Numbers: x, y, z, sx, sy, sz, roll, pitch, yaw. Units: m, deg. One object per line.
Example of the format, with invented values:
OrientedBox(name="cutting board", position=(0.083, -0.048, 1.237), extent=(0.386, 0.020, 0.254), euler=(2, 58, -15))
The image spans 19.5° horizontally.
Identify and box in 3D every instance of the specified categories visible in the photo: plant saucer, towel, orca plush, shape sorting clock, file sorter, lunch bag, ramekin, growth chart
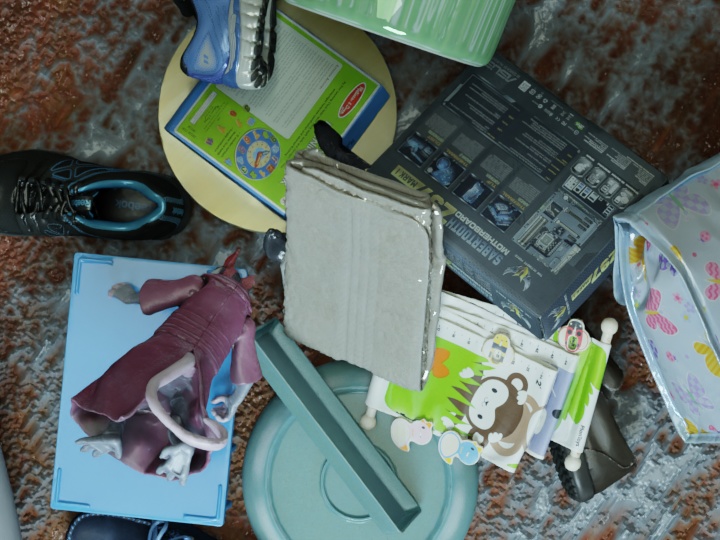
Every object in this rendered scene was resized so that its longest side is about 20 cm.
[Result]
OrientedBox(name="plant saucer", position=(-0.024, 0.127, 1.696), extent=(0.019, 0.070, 0.201), euler=(-39, 87, 19))
OrientedBox(name="towel", position=(0.000, 0.000, 1.637), extent=(0.132, 0.201, 0.035), euler=(23, 47, 18))
OrientedBox(name="orca plush", position=(-0.022, -0.043, 1.692), extent=(0.104, 0.071, 0.201), euler=(8, 133, 15))
OrientedBox(name="shape sorting clock", position=(-0.068, -0.130, 1.739), extent=(0.198, 0.039, 0.202), euler=(0, 79, 1))
OrientedBox(name="plant saucer", position=(-0.001, 0.175, 1.739), extent=(0.198, 0.027, 0.202), euler=(0, 90, 3))
OrientedBox(name="file sorter", position=(-0.163, 0.093, 1.700), extent=(0.137, 0.123, 0.202), euler=(5, 90, 3))
OrientedBox(name="lunch bag", position=(0.298, 0.010, 1.645), extent=(0.169, 0.127, 0.201), euler=(-31, 102, -25))
OrientedBox(name="ramekin", position=(0.032, -0.233, 1.661), extent=(0.198, 0.200, 0.099), euler=(19, 97, 3))
OrientedBox(name="growth chart", position=(0.100, 0.090, 1.682), extent=(0.198, 0.018, 0.146), euler=(12, 99, 19))

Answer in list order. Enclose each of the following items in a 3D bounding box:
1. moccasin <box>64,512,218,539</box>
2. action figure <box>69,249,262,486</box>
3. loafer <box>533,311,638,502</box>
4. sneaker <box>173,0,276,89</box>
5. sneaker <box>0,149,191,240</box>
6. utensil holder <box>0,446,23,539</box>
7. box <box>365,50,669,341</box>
OrientedBox(name="moccasin", position=(-0.148, 0.240, 1.724), extent=(0.198, 0.068, 0.081), euler=(15, 90, 3))
OrientedBox(name="action figure", position=(-0.133, 0.054, 1.565), extent=(0.133, 0.149, 0.201), euler=(33, 59, -6))
OrientedBox(name="loafer", position=(0.177, 0.084, 1.715), extent=(0.071, 0.073, 0.202), euler=(-15, 91, -9))
OrientedBox(name="sneaker", position=(-0.111, -0.245, 1.710), extent=(0.088, 0.079, 0.202), euler=(2, 68, 11))
OrientedBox(name="sneaker", position=(-0.242, -0.063, 1.727), extent=(0.198, 0.082, 0.074), euler=(1, 91, 4))
OrientedBox(name="utensil holder", position=(-0.369, 0.156, 1.689), extent=(0.168, 0.170, 0.202), euler=(-16, 90, 3))
OrientedBox(name="box", position=(0.123, -0.063, 1.675), extent=(0.200, 0.051, 0.158), euler=(38, 76, 25))
